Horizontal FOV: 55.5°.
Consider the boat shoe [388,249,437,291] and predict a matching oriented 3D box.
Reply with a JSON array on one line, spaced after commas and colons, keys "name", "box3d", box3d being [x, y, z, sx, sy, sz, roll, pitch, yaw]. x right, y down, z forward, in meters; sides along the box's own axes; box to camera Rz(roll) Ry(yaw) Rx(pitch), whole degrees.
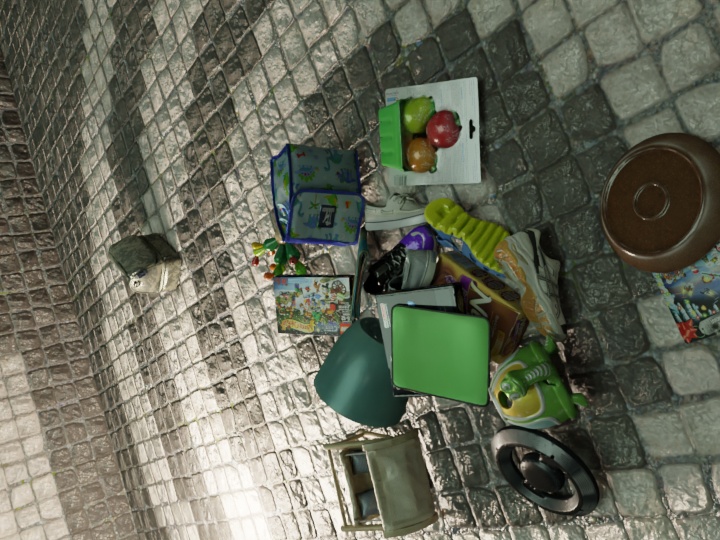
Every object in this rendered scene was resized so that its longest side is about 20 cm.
[{"name": "boat shoe", "box3d": [0.089, 0.031, 1.327, 0.070, 0.071, 0.201, -81, 7, -46]}]

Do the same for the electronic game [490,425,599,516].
[{"name": "electronic game", "box3d": [0.313, 0.345, 1.175, 0.200, 0.042, 0.200, 30, 143, 26]}]

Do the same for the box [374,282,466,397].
[{"name": "box", "box3d": [0.122, 0.129, 1.258, 0.159, 0.046, 0.201, -7, 96, 27]}]

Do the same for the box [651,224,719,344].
[{"name": "box", "box3d": [0.506, 0.004, 0.921, 0.200, 0.040, 0.137, -34, 74, 47]}]

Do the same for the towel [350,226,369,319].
[{"name": "towel", "box3d": [0.000, 0.000, 1.405, 0.200, 0.022, 0.147, -86, 5, -73]}]

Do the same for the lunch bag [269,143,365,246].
[{"name": "lunch bag", "box3d": [-0.089, -0.151, 1.419, 0.127, 0.170, 0.201, -23, 68, 60]}]

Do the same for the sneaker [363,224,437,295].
[{"name": "sneaker", "box3d": [0.071, -0.010, 1.359, 0.070, 0.099, 0.200, 56, 135, 20]}]

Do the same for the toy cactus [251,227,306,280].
[{"name": "toy cactus", "box3d": [-0.203, -0.052, 1.678, 0.200, 0.102, 0.165, 26, 108, 52]}]

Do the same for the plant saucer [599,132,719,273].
[{"name": "plant saucer", "box3d": [0.418, -0.098, 0.967, 0.200, 0.034, 0.201, -10, 77, 53]}]

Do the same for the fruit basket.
[{"name": "fruit basket", "box3d": [0.133, -0.252, 1.264, 0.200, 0.094, 0.186, 1, 101, 32]}]

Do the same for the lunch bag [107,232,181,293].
[{"name": "lunch bag", "box3d": [-0.684, -0.019, 2.157, 0.200, 0.167, 0.140, 41, 127, 34]}]

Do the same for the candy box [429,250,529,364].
[{"name": "candy box", "box3d": [0.213, 0.063, 1.253, 0.200, 0.056, 0.117, 39, 126, 35]}]

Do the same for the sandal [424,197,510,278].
[{"name": "sandal", "box3d": [0.204, -0.052, 1.235, 0.200, 0.079, 0.087, 41, 164, 26]}]

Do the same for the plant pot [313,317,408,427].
[{"name": "plant pot", "box3d": [0.025, 0.194, 1.397, 0.200, 0.200, 0.161, 38, 114, 36]}]

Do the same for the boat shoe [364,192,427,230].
[{"name": "boat shoe", "box3d": [0.076, -0.121, 1.357, 0.200, 0.071, 0.070, 0, 102, 55]}]

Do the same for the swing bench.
[{"name": "swing bench", "box3d": [0.043, 0.456, 1.481, 0.200, 0.130, 0.199, -16, 86, 48]}]

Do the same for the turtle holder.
[{"name": "turtle holder", "box3d": [0.281, 0.196, 1.102, 0.132, 0.186, 0.141, -29, 94, 11]}]

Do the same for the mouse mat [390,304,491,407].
[{"name": "mouse mat", "box3d": [0.138, 0.148, 1.207, 0.200, 0.008, 0.161, 7, 103, 36]}]

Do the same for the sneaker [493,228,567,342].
[{"name": "sneaker", "box3d": [0.304, 0.022, 1.129, 0.200, 0.088, 0.076, 61, 162, -13]}]

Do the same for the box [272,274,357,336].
[{"name": "box", "box3d": [-0.102, 0.079, 1.569, 0.200, 0.038, 0.137, 0, 99, 25]}]
